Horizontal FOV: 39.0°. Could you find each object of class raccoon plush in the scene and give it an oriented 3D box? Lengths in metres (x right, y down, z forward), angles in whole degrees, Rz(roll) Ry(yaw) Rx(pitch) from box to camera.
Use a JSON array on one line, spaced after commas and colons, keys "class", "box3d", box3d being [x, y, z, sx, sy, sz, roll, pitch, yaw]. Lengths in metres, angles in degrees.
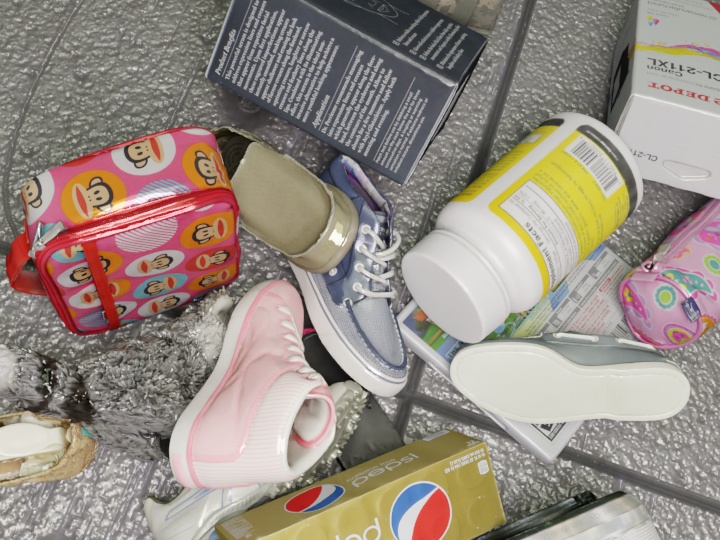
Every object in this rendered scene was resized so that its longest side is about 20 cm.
[{"class": "raccoon plush", "box3d": [-0.172, 0.055, 0.774, 0.200, 0.097, 0.134, 36, 46, -35]}]

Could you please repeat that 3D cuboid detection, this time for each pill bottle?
[{"class": "pill bottle", "box3d": [0.137, -0.037, 0.869, 0.200, 0.114, 0.114, -40, 80, -21]}]

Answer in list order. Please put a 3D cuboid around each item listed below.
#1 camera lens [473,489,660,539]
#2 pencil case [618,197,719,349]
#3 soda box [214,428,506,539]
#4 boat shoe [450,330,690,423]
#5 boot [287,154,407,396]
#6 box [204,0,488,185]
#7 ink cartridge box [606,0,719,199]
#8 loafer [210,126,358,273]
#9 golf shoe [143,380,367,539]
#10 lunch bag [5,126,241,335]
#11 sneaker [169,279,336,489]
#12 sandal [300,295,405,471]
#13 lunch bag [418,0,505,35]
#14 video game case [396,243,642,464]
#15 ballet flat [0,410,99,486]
[{"class": "camera lens", "box3d": [0.168, 0.274, 0.750, 0.160, 0.160, 0.200, -18, 73, -16]}, {"class": "pencil case", "box3d": [0.312, -0.012, 0.913, 0.200, 0.087, 0.087, -37, 79, -32]}, {"class": "soda box", "box3d": [0.001, 0.185, 0.740, 0.200, 0.064, 0.068, -19, 99, -21]}, {"class": "boat shoe", "box3d": [0.174, 0.086, 0.868, 0.200, 0.073, 0.062, 5, 25, -1]}, {"class": "boot", "box3d": [0.000, 0.000, 0.841, 0.073, 0.090, 0.200, 4, 47, -50]}, {"class": "box", "box3d": [-0.008, -0.188, 0.896, 0.200, 0.107, 0.148, 30, 31, 2]}, {"class": "ink cartridge box", "box3d": [0.313, -0.168, 0.949, 0.146, 0.083, 0.200, 15, 45, 3]}, {"class": "loafer", "box3d": [-0.076, -0.062, 0.841, 0.200, 0.068, 0.076, 37, 100, 45]}, {"class": "golf shoe", "box3d": [-0.085, 0.145, 0.792, 0.097, 0.078, 0.200, 41, 79, 21]}, {"class": "lunch bag", "box3d": [-0.184, -0.022, 0.783, 0.176, 0.200, 0.082, -18, 72, -13]}, {"class": "sneaker", "box3d": [-0.054, 0.081, 0.753, 0.105, 0.075, 0.200, -3, 36, 22]}, {"class": "sandal", "box3d": [-0.027, 0.092, 0.849, 0.075, 0.045, 0.200, -34, 78, -19]}, {"class": "lunch bag", "box3d": [0.047, -0.314, 0.957, 0.200, 0.164, 0.118, 4, 66, -8]}, {"class": "video game case", "box3d": [0.156, 0.040, 0.916, 0.182, 0.022, 0.200, 41, 68, 7]}, {"class": "ballet flat", "box3d": [-0.302, 0.139, 0.770, 0.200, 0.065, 0.071, -13, 70, -15]}]
